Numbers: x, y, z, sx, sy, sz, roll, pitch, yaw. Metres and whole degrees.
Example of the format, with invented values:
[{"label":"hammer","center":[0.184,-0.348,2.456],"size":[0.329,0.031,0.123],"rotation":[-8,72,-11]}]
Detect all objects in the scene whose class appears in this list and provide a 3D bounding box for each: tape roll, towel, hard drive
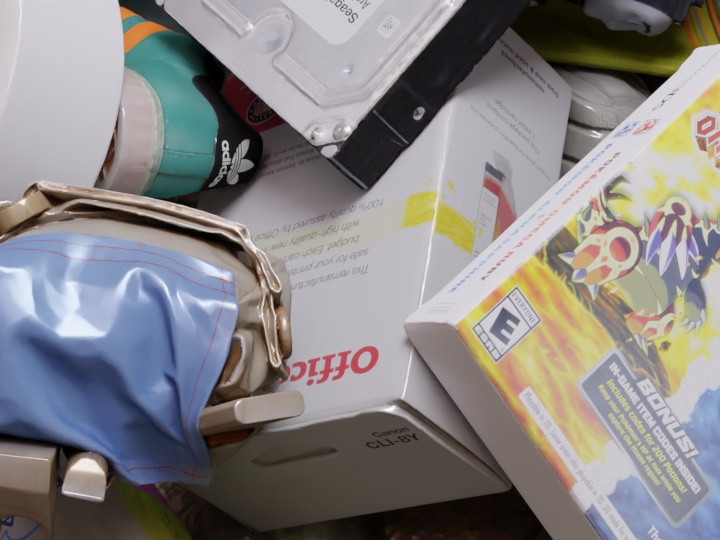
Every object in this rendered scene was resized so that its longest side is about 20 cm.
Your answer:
[{"label":"tape roll","center":[-0.198,-0.076,0.965],"size":[0.202,0.071,0.204],"rotation":[-9,72,29]},{"label":"towel","center":[0.124,-0.118,1.059],"size":[0.199,0.018,0.086],"rotation":[5,35,-12]},{"label":"hard drive","center":[0.020,-0.149,0.960],"size":[0.200,0.038,0.140],"rotation":[-48,52,3]}]

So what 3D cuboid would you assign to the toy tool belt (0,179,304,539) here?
[{"label":"toy tool belt","center":[-0.121,0.033,0.843],"size":[0.199,0.123,0.126],"rotation":[2,102,-4]}]

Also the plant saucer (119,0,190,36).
[{"label":"plant saucer","center":[-0.168,-0.144,1.149],"size":[0.200,0.039,0.202],"rotation":[-3,58,4]}]

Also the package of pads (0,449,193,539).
[{"label":"package of pads","center":[-0.134,0.145,0.932],"size":[0.154,0.068,0.200],"rotation":[-39,61,5]}]

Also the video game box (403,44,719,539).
[{"label":"video game box","center":[0.141,0.042,0.918],"size":[0.182,0.047,0.200],"rotation":[-43,107,-24]}]

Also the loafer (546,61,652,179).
[{"label":"loafer","center":[0.057,-0.100,1.087],"size":[0.200,0.070,0.070],"rotation":[37,33,29]}]

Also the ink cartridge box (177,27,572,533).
[{"label":"ink cartridge box","center":[0.000,0.000,0.982],"size":[0.145,0.083,0.201],"rotation":[-15,51,37]}]

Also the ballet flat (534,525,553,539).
[{"label":"ballet flat","center":[0.106,0.041,0.989],"size":[0.068,0.068,0.201],"rotation":[1,58,17]}]

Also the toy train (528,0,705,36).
[{"label":"toy train","center":[0.124,-0.203,1.017],"size":[0.113,0.085,0.201],"rotation":[20,89,7]}]

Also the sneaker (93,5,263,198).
[{"label":"sneaker","center":[-0.111,-0.083,1.038],"size":[0.080,0.072,0.200],"rotation":[5,26,-31]}]
